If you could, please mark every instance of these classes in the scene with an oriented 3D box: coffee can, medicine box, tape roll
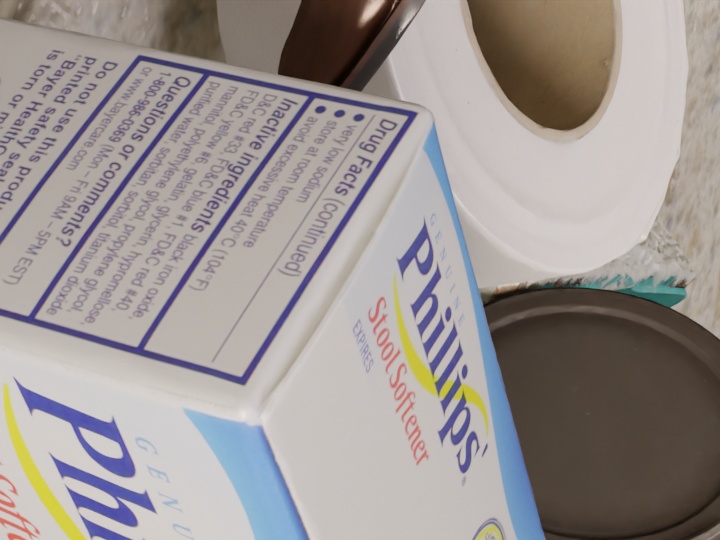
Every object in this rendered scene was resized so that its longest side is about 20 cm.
[{"bbox_3d":[0.086,0.128,1.013,0.146,0.146,0.200,-50,155,-39],"label":"coffee can"},{"bbox_3d":[-0.067,0.034,0.656,0.103,0.200,0.182,-57,147,-31],"label":"medicine box"},{"bbox_3d":[0.039,-0.093,0.861,0.202,0.071,0.203,15,71,-50],"label":"tape roll"}]

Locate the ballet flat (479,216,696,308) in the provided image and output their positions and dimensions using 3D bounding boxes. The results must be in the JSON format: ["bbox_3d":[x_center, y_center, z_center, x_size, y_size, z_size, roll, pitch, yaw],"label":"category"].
[{"bbox_3d":[0.088,-0.010,1.090,0.200,0.072,0.072,1,102,-61],"label":"ballet flat"}]

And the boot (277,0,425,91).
[{"bbox_3d":[-0.054,-0.155,0.651,0.064,0.200,0.187,-142,-103,-83],"label":"boot"}]
